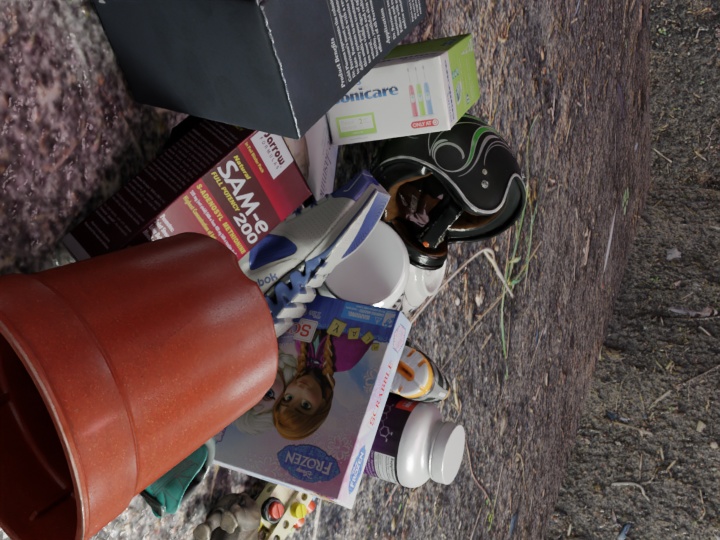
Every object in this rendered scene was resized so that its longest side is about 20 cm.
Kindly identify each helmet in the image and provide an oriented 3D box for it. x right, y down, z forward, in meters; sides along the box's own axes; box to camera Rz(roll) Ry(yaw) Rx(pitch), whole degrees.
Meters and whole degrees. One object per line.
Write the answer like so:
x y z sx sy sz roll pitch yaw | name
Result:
0.116 -0.114 1.144 0.191 0.198 0.202 -43 136 -47 | helmet

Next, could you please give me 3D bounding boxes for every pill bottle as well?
0.000 0.000 1.026 0.200 0.112 0.115 102 1 -83 | pill bottle
0.033 0.218 1.150 0.112 0.198 0.114 -33 128 -56 | pill bottle

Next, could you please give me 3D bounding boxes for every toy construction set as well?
-0.080 0.305 1.076 0.132 0.091 0.201 53 39 -25 | toy construction set

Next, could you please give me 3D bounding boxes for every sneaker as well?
-0.071 -0.038 0.895 0.200 0.115 0.081 -49 168 6 | sneaker
-0.194 0.153 0.741 0.084 0.120 0.200 -61 148 -2 | sneaker
0.044 0.118 1.161 0.077 0.200 0.079 30 98 -40 | sneaker

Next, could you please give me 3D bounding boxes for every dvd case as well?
-0.063 -0.157 0.935 0.201 0.017 0.144 63 26 -53 | dvd case

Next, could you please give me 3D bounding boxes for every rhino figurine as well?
-0.151 0.346 0.981 0.087 0.059 0.203 -28 128 -71 | rhino figurine

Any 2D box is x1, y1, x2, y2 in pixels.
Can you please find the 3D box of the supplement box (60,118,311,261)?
-0.147 -0.048 0.763 0.200 0.061 0.109 -44 143 -12 | supplement box

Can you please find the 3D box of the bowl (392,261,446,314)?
0.067 -0.015 1.259 0.200 0.093 0.203 -34 128 -57 | bowl

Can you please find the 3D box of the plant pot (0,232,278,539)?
-0.177 0.072 0.631 0.194 0.199 0.203 -26 123 -44 | plant pot

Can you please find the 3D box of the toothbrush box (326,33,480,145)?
0.054 -0.223 1.052 0.200 0.144 0.087 -50 132 -63 | toothbrush box

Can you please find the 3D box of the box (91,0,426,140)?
-0.082 -0.229 0.729 0.197 0.198 0.125 -48 140 -33 | box

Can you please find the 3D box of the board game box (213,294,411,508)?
-0.069 0.123 0.914 0.041 0.198 0.202 49 55 -56 | board game box

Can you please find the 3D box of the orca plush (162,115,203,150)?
-0.107 -0.105 0.861 0.106 0.071 0.200 -57 159 -10 | orca plush
